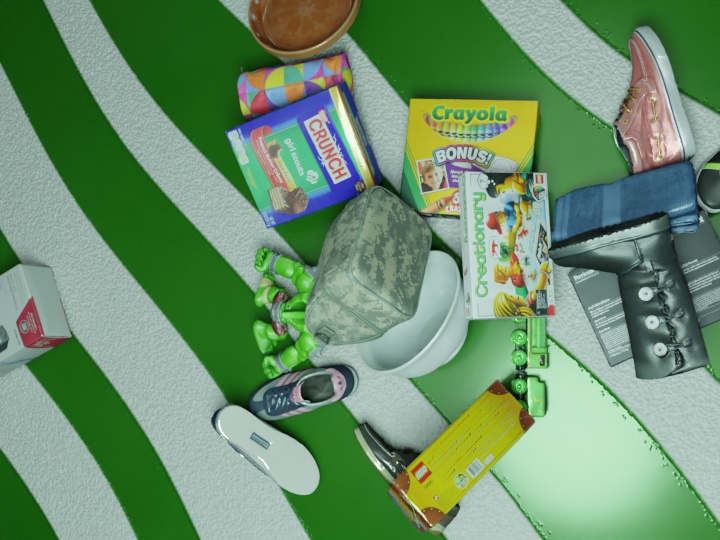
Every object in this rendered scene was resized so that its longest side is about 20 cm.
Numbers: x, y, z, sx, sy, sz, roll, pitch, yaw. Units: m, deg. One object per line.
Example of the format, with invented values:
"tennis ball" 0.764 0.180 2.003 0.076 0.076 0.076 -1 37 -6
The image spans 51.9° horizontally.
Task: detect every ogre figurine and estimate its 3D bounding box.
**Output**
"ogre figurine" -0.112 0.069 1.183 0.118 0.098 0.204 -1 75 29

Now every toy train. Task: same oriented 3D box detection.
"toy train" 0.249 0.118 1.090 0.055 0.042 0.205 1 86 8

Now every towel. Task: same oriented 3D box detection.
"towel" 0.364 -0.083 1.022 0.197 0.049 0.113 -15 39 34

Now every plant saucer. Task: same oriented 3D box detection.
"plant saucer" -0.091 -0.438 1.224 0.196 0.032 0.204 -7 68 17

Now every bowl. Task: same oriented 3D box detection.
"bowl" 0.095 0.079 1.095 0.200 0.090 0.203 -36 34 29

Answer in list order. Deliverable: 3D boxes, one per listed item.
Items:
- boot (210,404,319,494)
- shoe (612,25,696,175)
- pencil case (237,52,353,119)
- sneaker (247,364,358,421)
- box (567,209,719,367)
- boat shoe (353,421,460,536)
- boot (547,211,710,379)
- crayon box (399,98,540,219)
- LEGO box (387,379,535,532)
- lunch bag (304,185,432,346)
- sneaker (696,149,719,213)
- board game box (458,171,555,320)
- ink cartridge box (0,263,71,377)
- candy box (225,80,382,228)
"boot" -0.154 0.286 1.200 0.200 0.090 0.073 43 70 -8
"shoe" 0.397 -0.239 1.048 0.089 0.071 0.204 -18 85 10
"pencil case" -0.107 -0.301 1.214 0.196 0.088 0.090 -4 85 17
"sneaker" -0.105 0.194 1.177 0.197 0.082 0.071 -22 81 16
"box" 0.407 0.027 1.023 0.197 0.079 0.143 -26 81 15
"boat shoe" 0.071 0.303 1.122 0.066 0.072 0.201 -42 75 0
"boot" 0.348 0.044 0.967 0.163 0.065 0.203 -15 99 34
"crayon box" 0.165 -0.167 1.126 0.196 0.058 0.176 5 88 18
"LEGO box" 0.135 0.260 1.022 0.199 0.149 0.077 -40 74 -15
"lunch bag" 0.000 0.000 1.085 0.167 0.139 0.202 -31 33 42
"sneaker" 0.532 -0.162 0.992 0.200 0.083 0.072 -44 74 11
"board game box" 0.203 -0.035 1.031 0.124 0.035 0.205 -1 84 -13
"ink cartridge box" -0.650 0.097 1.363 0.198 0.085 0.150 -27 78 13
"candy box" -0.086 -0.181 1.169 0.197 0.077 0.172 -18 107 16
